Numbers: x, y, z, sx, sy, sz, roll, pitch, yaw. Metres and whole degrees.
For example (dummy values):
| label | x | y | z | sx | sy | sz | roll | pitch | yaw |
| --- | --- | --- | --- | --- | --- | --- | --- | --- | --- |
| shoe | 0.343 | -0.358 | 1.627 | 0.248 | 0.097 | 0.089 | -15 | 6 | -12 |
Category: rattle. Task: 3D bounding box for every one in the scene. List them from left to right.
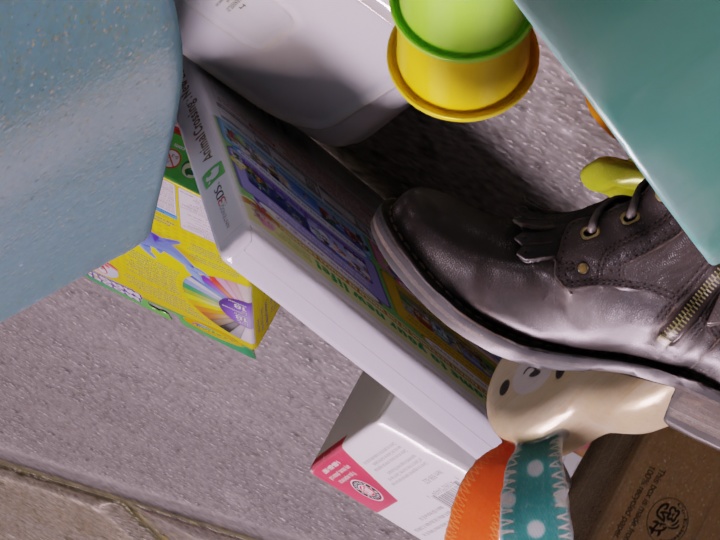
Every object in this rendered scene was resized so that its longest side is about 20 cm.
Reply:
| label | x | y | z | sx | sy | sz | roll | pitch | yaw |
| --- | --- | --- | --- | --- | --- | --- | --- | --- | --- |
| rattle | 0.071 | 0.011 | 1.107 | 0.143 | 0.200 | 0.130 | 42 | -174 | -47 |

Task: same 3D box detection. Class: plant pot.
| label | x | y | z | sx | sy | sz | roll | pitch | yaw |
| --- | --- | --- | --- | --- | --- | --- | --- | --- | --- |
| plant pot | -0.186 | -0.100 | 1.174 | 0.197 | 0.195 | 0.200 | 49 | 143 | 14 |

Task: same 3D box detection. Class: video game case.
| label | x | y | z | sx | sy | sz | roll | pitch | yaw |
| --- | --- | --- | --- | --- | --- | --- | --- | --- | --- |
| video game case | 0.000 | 0.000 | 1.284 | 0.200 | 0.022 | 0.182 | 39 | -165 | -28 |

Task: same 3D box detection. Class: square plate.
| label | x | y | z | sx | sy | sz | roll | pitch | yaw |
| --- | --- | --- | --- | --- | --- | --- | --- | --- | --- |
| square plate | -0.050 | -0.122 | 1.214 | 0.198 | 0.029 | 0.200 | 34 | 159 | -12 |

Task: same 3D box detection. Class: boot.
| label | x | y | z | sx | sy | sz | roll | pitch | yaw |
| --- | --- | --- | --- | --- | --- | --- | --- | --- | --- |
| boot | 0.119 | -0.040 | 1.026 | 0.199 | 0.175 | 0.069 | 24 | -159 | 6 |

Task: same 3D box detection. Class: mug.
| label | x | y | z | sx | sy | sz | roll | pitch | yaw |
| --- | --- | --- | --- | --- | --- | --- | --- | --- | --- |
| mug | 0.114 | -0.091 | 0.914 | 0.152 | 0.114 | 0.185 | 55 | -174 | 20 |

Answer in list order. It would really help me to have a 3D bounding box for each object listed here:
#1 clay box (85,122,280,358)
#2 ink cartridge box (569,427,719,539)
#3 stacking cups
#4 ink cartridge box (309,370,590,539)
| label | x | y | z | sx | sy | sz | roll | pitch | yaw |
| --- | --- | --- | --- | --- | --- | --- | --- | --- | --- |
| clay box | -0.094 | -0.028 | 1.464 | 0.114 | 0.048 | 0.200 | 26 | 161 | 9 |
| ink cartridge box | 0.135 | 0.091 | 1.214 | 0.075 | 0.201 | 0.165 | 30 | 161 | 0 |
| stacking cups | 0.040 | -0.132 | 1.040 | 0.060 | 0.061 | 0.200 | 25 | 152 | 13 |
| ink cartridge box | 0.091 | 0.107 | 1.478 | 0.199 | 0.084 | 0.145 | 32 | 160 | -6 |
